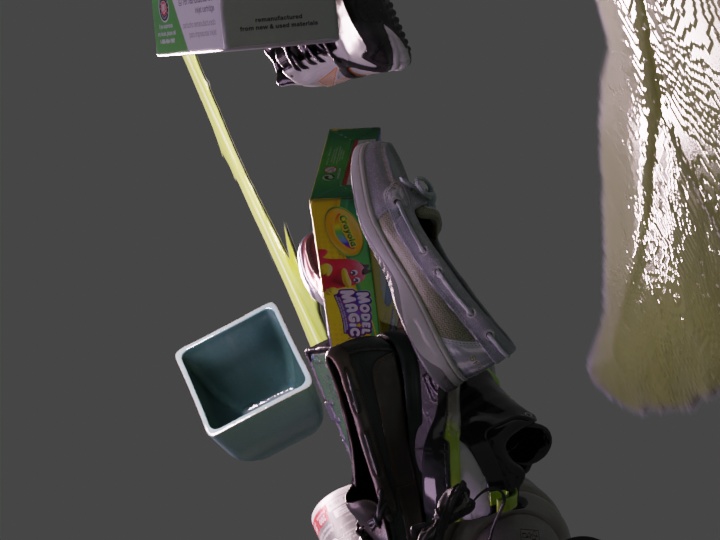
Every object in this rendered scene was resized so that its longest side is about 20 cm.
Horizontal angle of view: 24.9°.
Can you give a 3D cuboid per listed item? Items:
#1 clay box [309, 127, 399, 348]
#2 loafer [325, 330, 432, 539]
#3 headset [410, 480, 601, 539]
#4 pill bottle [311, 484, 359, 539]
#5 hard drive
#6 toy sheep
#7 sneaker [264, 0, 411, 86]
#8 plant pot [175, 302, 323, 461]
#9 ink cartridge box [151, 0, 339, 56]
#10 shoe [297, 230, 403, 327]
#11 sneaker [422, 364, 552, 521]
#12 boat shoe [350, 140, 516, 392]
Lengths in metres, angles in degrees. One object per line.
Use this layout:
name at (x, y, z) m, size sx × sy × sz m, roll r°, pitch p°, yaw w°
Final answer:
clay box at (0.000, 0.000, 1.304) m, size 0.115 × 0.048 × 0.200 m, roll -78°, pitch -17°, yaw -55°
loafer at (0.008, 0.144, 1.150) m, size 0.072 × 0.063 × 0.200 m, roll -1°, pitch 93°, yaw 64°
headset at (0.111, 0.217, 1.041) m, size 0.123 × 0.094 × 0.200 m, roll -17°, pitch 117°, yaw 49°
pill bottle at (0.017, 0.410, 2.298) m, size 0.114 × 0.114 × 0.200 m, roll 79°, pitch 167°, yaw -54°
hard drive at (0.035, 0.119, 1.418) m, size 0.200 × 0.038 × 0.140 m, roll -13°, pitch 100°, yaw 59°
toy sheep at (0.093, 0.211, 1.200) m, size 0.200 × 0.138 × 0.138 m, roll 9°, pitch 121°, yaw 65°
sneaker at (-0.019, -0.158, 1.129) m, size 0.200 × 0.080 × 0.074 m, roll 162°, pitch 87°, yaw -81°
plant pot at (-0.173, 0.218, 2.816) m, size 0.196 × 0.196 × 0.200 m, roll 62°, pitch 178°, yaw 38°
ink cartridge box at (-0.086, -0.244, 1.064) m, size 0.147 × 0.083 × 0.200 m, roll -168°, pitch 72°, yaw -65°
shoe at (-0.003, 0.008, 1.522) m, size 0.200 × 0.071 × 0.091 m, roll 55°, pitch 164°, yaw 39°
sneaker at (0.095, 0.121, 1.149) m, size 0.200 × 0.083 × 0.072 m, roll -69°, pitch -24°, yaw -63°
boat shoe at (0.048, -0.012, 1.170) m, size 0.074 × 0.065 × 0.202 m, roll 44°, pitch -158°, yaw -58°
